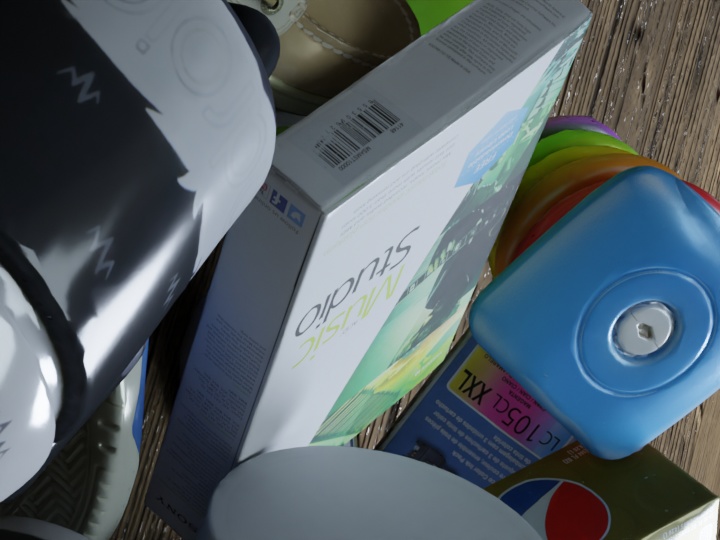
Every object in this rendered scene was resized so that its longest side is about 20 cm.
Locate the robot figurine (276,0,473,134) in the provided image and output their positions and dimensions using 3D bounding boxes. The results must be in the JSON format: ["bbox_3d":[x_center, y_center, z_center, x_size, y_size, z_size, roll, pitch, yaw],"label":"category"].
[{"bbox_3d":[0.017,-0.080,1.006,0.176,0.115,0.201,77,28,-76],"label":"robot figurine"}]

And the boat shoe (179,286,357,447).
[{"bbox_3d":[-0.036,0.052,1.031,0.200,0.072,0.062,82,2,-53],"label":"boat shoe"}]

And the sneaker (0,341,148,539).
[{"bbox_3d":[-0.080,-0.008,0.817,0.111,0.076,0.201,-25,119,-57],"label":"sneaker"}]

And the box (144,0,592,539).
[{"bbox_3d":[0.000,0.000,0.859,0.144,0.036,0.200,-37,161,-36],"label":"box"}]

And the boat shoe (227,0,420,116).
[{"bbox_3d":[-0.040,-0.110,0.768,0.200,0.065,0.072,29,38,-42],"label":"boat shoe"}]

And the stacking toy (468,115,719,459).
[{"bbox_3d":[0.092,-0.024,1.077,0.116,0.110,0.200,44,11,-31],"label":"stacking toy"}]

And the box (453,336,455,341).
[{"bbox_3d":[0.035,-0.070,1.171,0.075,0.050,0.201,19,83,-73],"label":"box"}]

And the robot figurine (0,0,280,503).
[{"bbox_3d":[-0.103,-0.024,0.653,0.125,0.150,0.200,-29,-159,53],"label":"robot figurine"}]

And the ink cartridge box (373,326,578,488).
[{"bbox_3d":[0.044,0.094,1.163,0.200,0.076,0.136,-52,178,26],"label":"ink cartridge box"}]

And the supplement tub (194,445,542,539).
[{"bbox_3d":[-0.014,0.178,0.857,0.145,0.144,0.201,-43,151,-61],"label":"supplement tub"}]

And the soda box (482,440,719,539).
[{"bbox_3d":[0.053,0.139,1.014,0.199,0.068,0.064,-24,132,-29],"label":"soda box"}]

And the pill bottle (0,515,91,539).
[{"bbox_3d":[-0.135,0.162,0.699,0.200,0.111,0.112,-46,143,-59],"label":"pill bottle"}]
